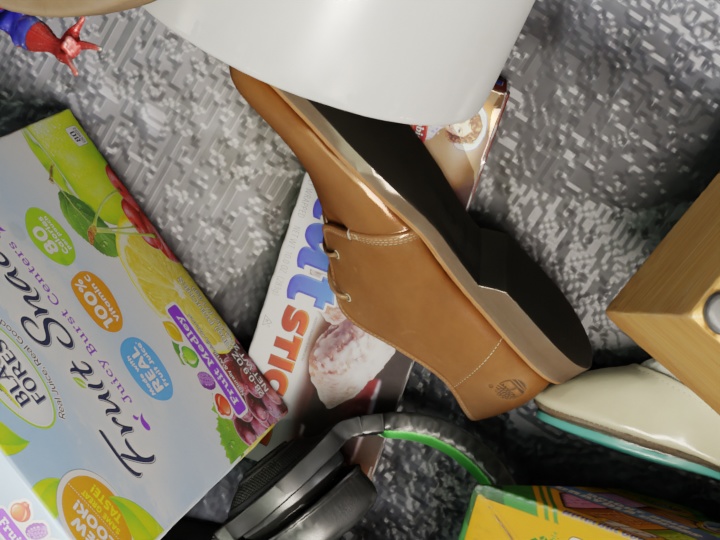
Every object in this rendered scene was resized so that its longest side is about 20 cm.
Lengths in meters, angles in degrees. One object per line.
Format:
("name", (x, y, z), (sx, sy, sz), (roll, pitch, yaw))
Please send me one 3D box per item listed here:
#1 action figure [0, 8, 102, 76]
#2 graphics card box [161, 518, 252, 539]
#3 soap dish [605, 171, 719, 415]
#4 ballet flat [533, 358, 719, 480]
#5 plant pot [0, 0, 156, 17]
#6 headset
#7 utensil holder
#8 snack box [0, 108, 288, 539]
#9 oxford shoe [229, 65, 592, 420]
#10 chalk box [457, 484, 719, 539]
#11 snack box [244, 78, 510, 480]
("action figure", (-0.186, -0.075, 0.803), (0.200, 0.099, 0.065), (-49, 124, -6))
("graphics card box", (-0.029, 0.190, 0.913), (0.198, 0.051, 0.127), (11, 110, 6))
("soap dish", (0.219, -0.008, 0.762), (0.157, 0.081, 0.200), (40, 91, -4))
("ballet flat", (0.173, 0.071, 0.839), (0.199, 0.070, 0.070), (23, 111, -1))
("plant pot", (-0.125, -0.183, 0.655), (0.199, 0.092, 0.203), (8, 105, 32))
("headset", (-0.025, 0.132, 0.849), (0.198, 0.094, 0.125), (-10, 84, -12))
("utensil holder", (0.012, -0.178, 0.720), (0.169, 0.170, 0.201), (24, 112, 0))
("snack box", (-0.130, 0.037, 0.784), (0.068, 0.200, 0.169), (-36, 93, 24))
("oxford shoe", (0.006, -0.016, 0.802), (0.071, 0.071, 0.200), (-36, 102, 23))
("chalk box", (0.124, 0.165, 0.813), (0.123, 0.200, 0.126), (17, 91, 30))
("snack box", (0.000, 0.000, 0.857), (0.071, 0.024, 0.201), (20, 111, 3))
